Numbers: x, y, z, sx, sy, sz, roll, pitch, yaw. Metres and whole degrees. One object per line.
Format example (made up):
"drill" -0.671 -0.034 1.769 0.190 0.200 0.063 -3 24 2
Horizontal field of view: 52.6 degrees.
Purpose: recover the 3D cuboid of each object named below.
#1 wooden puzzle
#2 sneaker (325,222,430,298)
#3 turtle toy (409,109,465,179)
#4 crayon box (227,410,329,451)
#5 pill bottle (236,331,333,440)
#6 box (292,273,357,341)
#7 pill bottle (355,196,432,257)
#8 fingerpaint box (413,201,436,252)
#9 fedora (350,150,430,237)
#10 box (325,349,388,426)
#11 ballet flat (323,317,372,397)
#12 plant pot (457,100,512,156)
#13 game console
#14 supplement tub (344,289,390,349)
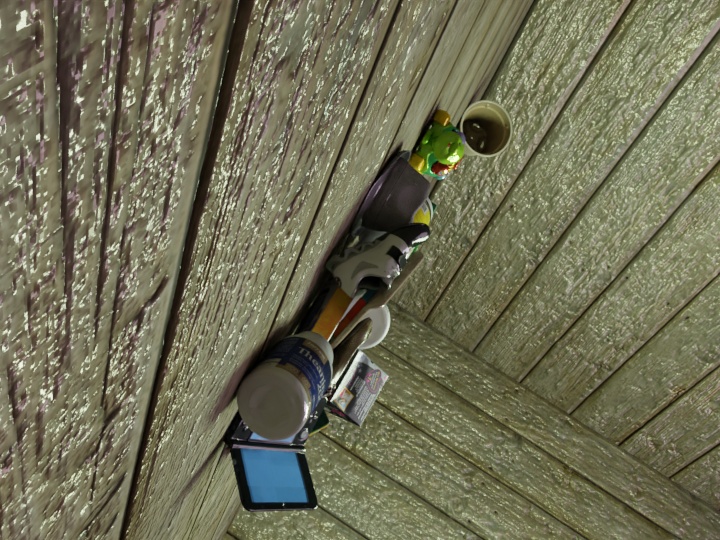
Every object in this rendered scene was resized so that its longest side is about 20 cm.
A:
"wooden puzzle" 0.015 0.054 1.335 0.200 0.037 0.185 -43 -178 45
"sneaker" 0.046 -0.012 1.248 0.197 0.089 0.074 -26 158 -17
"turtle toy" 0.175 -0.264 1.590 0.147 0.100 0.200 -59 176 3
"crayon box" -0.157 0.325 1.426 0.197 0.051 0.127 -26 169 -8
"pill bottle" -0.105 0.167 1.128 0.112 0.110 0.200 -60 176 20
"box" -0.058 0.067 1.309 0.202 0.041 0.119 -61 -166 -15
"pill bottle" 0.063 -0.078 1.466 0.201 0.111 0.113 -55 174 -44
"fingerpaint box" 0.081 -0.065 1.677 0.203 0.072 0.167 -65 -168 -13
"fedora" 0.067 -0.123 1.324 0.179 0.089 0.200 -62 175 30
"box" -0.056 0.238 1.610 0.198 0.115 0.133 9 -119 53
"ballet flat" -0.031 0.162 1.344 0.200 0.046 0.067 -49 -173 -39
"plant pot" 0.437 -0.508 2.706 0.203 0.199 0.183 -58 -172 -6
"game console" -0.125 0.305 1.255 0.199 0.118 0.173 23 99 -53
"supplement tub" -0.004 0.084 1.587 0.124 0.121 0.200 -59 -171 9
